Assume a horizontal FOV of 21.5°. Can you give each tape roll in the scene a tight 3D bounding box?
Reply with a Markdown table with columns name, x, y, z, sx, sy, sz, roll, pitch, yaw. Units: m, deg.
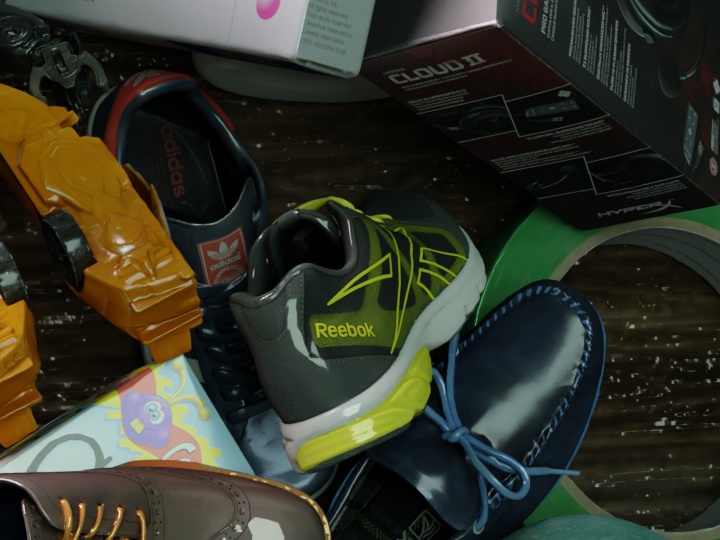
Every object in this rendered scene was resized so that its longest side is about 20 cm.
| name | x | y | z | sx | sy | sz | roll | pitch | yaw |
| --- | --- | --- | --- | --- | --- | --- | --- | --- | --- |
| tape roll | 0.135 | 0.053 | 0.886 | 0.198 | 0.048 | 0.203 | 3 | 81 | -18 |

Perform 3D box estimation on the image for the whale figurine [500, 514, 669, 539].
| name | x | y | z | sx | sy | sz | roll | pitch | yaw |
| --- | --- | --- | --- | --- | --- | --- | --- | --- | --- |
| whale figurine | 0.067 | 0.179 | 0.798 | 0.159 | 0.200 | 0.104 | 41 | 29 | -20 |

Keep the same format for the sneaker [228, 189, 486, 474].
| name | x | y | z | sx | sy | sz | roll | pitch | yaw |
| --- | --- | --- | --- | --- | --- | --- | --- | --- | --- |
| sneaker | 0.000 | 0.000 | 0.782 | 0.074 | 0.200 | 0.085 | -22 | 109 | 17 |

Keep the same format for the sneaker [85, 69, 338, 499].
| name | x | y | z | sx | sy | sz | roll | pitch | yaw |
| --- | --- | --- | --- | --- | --- | --- | --- | --- | --- |
| sneaker | -0.060 | 0.008 | 0.809 | 0.075 | 0.084 | 0.201 | -26 | 90 | -20 |

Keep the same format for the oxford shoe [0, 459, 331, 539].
| name | x | y | z | sx | sy | sz | roll | pitch | yaw |
| --- | --- | --- | --- | --- | --- | --- | --- | --- | --- |
| oxford shoe | -0.100 | 0.104 | 0.676 | 0.198 | 0.073 | 0.072 | -2 | 81 | -18 |

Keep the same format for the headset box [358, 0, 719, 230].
| name | x | y | z | sx | sy | sz | roll | pitch | yaw |
| --- | --- | --- | --- | --- | --- | --- | --- | --- | --- |
| headset box | 0.075 | -0.125 | 0.792 | 0.200 | 0.077 | 0.150 | 31 | 57 | -47 |

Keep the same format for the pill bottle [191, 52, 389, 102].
| name | x | y | z | sx | sy | sz | roll | pitch | yaw |
| --- | --- | --- | --- | --- | --- | --- | --- | --- | --- |
| pill bottle | -0.019 | -0.184 | 0.838 | 0.113 | 0.114 | 0.202 | 3 | 80 | -18 |

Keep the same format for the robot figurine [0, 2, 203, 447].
| name | x | y | z | sx | sy | sz | roll | pitch | yaw |
| --- | --- | --- | --- | --- | --- | --- | --- | --- | --- |
| robot figurine | -0.154 | -0.029 | 0.759 | 0.144 | 0.059 | 0.200 | -26 | 52 | -19 |

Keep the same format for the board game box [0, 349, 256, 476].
| name | x | y | z | sx | sy | sz | roll | pitch | yaw |
| --- | --- | --- | --- | --- | --- | --- | --- | --- | --- |
| board game box | -0.137 | 0.131 | 0.754 | 0.199 | 0.103 | 0.105 | -33 | 93 | -20 |

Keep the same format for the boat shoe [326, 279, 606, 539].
| name | x | y | z | sx | sy | sz | roll | pitch | yaw |
| --- | --- | --- | --- | --- | --- | --- | --- | --- | --- |
| boat shoe | 0.036 | 0.093 | 0.796 | 0.084 | 0.069 | 0.201 | 32 | 93 | 21 |

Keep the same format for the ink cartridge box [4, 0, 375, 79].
| name | x | y | z | sx | sy | sz | roll | pitch | yaw |
| --- | --- | --- | --- | --- | --- | --- | --- | --- | --- |
| ink cartridge box | -0.056 | -0.189 | 0.767 | 0.043 | 0.195 | 0.202 | 10 | 94 | -45 |
